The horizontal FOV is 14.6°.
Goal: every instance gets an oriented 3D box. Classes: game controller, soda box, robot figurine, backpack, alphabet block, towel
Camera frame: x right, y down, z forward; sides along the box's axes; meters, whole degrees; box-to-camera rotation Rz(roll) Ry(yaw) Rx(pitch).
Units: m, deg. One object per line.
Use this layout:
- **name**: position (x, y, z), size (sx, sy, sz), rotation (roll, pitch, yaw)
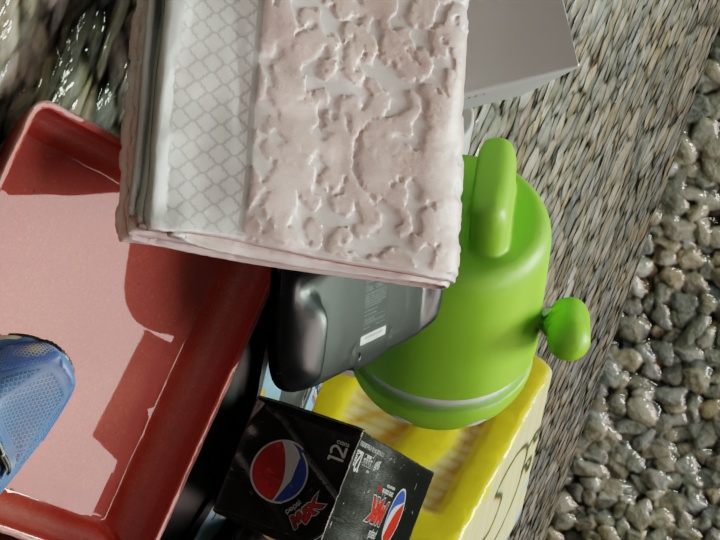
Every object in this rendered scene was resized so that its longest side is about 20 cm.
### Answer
- **game controller**: position (0.000, 0.000, 1.507), size (0.200, 0.042, 0.105), rotation (-22, 127, -64)
- **soda box**: position (-0.017, 0.121, 1.545), size (0.200, 0.063, 0.071), rotation (39, 71, -73)
- **robot figurine**: position (0.052, 0.012, 1.685), size (0.116, 0.175, 0.200), rotation (-83, 179, -46)
- **backpack**: position (-0.100, 0.068, 1.562), size (0.200, 0.134, 0.183), rotation (-68, 164, 1)
- **alphabet block**: position (0.008, 0.153, 2.063), size (0.200, 0.196, 0.196), rotation (96, 19, -54)
- **towel**: position (-0.027, -0.100, 1.400), size (0.032, 0.191, 0.201), rotation (-8, -104, 57)

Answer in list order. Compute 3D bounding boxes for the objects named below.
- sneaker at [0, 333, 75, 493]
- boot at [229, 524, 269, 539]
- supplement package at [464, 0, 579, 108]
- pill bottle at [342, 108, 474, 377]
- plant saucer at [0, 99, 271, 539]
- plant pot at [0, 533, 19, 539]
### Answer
- **sneaker**: position (-0.191, 0.114, 1.285), size (0.200, 0.089, 0.079), rotation (-52, 136, -24)
- **boot**: position (-0.019, 0.199, 1.551), size (0.070, 0.131, 0.200), rotation (-61, 171, 5)
- **supplement package**: position (0.038, -0.148, 1.568), size (0.200, 0.121, 0.120), rotation (175, -98, -86)
- **pill bottle**: position (0.016, -0.035, 1.924), size (0.120, 0.119, 0.200), rotation (-54, 162, -46)
- **plant saucer**: position (-0.143, 0.035, 1.396), size (0.200, 0.037, 0.200), rotation (27, 86, -47)
- **plant pot**: position (-0.162, 0.254, 1.562), size (0.201, 0.177, 0.201), rotation (-60, 167, -24)
